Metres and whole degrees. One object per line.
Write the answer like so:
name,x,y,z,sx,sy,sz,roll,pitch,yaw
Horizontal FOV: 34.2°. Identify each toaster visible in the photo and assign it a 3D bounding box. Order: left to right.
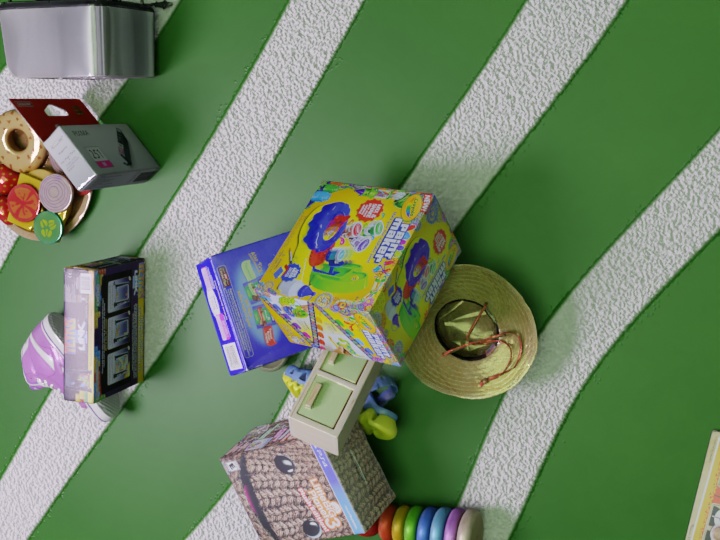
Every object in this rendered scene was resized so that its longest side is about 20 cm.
toaster,-0.407,-0.346,1.745,0.198,0.181,0.120,1,99,17

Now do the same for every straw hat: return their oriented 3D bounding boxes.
straw hat,0.151,0.081,1.667,0.199,0.085,0.203,1,102,5

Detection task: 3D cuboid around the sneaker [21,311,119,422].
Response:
sneaker,-0.471,0.178,1.881,0.114,0.072,0.201,-43,73,20

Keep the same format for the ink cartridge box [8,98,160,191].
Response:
ink cartridge box,-0.406,-0.202,1.746,0.043,0.200,0.174,-39,85,19

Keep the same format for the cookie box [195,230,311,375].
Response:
cookie box,-0.114,0.038,1.691,0.075,0.199,0.173,-17,90,62

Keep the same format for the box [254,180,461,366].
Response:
box,0.000,0.000,1.583,0.191,0.122,0.201,9,56,34

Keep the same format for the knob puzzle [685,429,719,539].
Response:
knob puzzle,0.560,0.332,1.600,0.217,0.030,0.222,2,96,16

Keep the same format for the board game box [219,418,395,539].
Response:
board game box,-0.078,0.304,1.713,0.199,0.097,0.161,-19,102,36

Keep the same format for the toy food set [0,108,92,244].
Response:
toy food set,-0.512,-0.146,1.864,0.196,0.049,0.202,22,101,13

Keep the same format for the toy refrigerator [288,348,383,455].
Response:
toy refrigerator,-0.022,0.143,1.614,0.075,0.070,0.201,21,62,13

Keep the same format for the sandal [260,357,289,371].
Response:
sandal,-0.125,0.054,1.762,0.079,0.057,0.203,7,93,15

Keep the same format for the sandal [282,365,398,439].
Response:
sandal,-0.022,0.181,1.746,0.198,0.080,0.088,20,70,19

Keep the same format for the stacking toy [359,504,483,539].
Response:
stacking toy,0.077,0.382,1.732,0.198,0.085,0.086,4,97,22

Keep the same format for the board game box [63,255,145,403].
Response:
board game box,-0.390,0.086,1.791,0.056,0.165,0.202,4,97,15
